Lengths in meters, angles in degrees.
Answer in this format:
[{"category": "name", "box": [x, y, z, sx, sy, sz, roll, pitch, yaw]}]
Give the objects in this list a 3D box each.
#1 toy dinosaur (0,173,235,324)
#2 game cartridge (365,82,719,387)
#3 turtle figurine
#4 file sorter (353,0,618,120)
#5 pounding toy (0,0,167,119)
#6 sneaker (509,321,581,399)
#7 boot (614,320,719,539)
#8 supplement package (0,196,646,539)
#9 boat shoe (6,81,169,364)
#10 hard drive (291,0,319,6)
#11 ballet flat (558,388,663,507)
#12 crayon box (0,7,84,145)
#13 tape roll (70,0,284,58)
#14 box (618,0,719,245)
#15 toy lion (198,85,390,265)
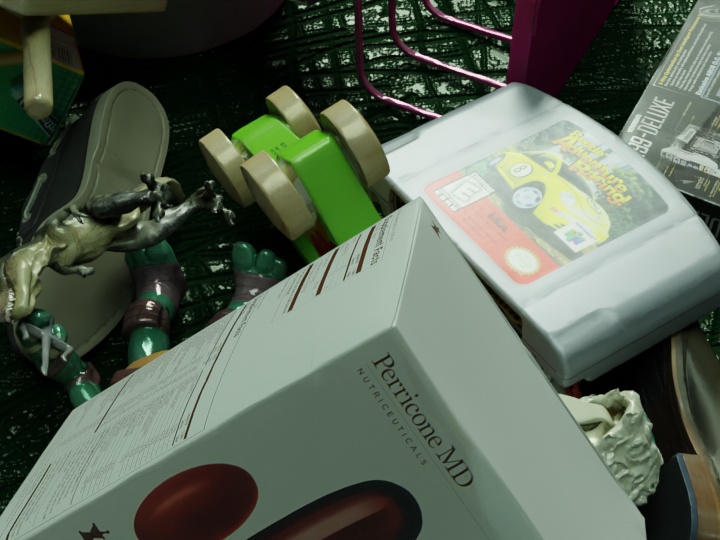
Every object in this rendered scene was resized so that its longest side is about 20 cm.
[{"category": "toy dinosaur", "box": [-0.126, -0.029, 0.871, 0.088, 0.047, 0.200, -15, 11, 31]}, {"category": "game cartridge", "box": [0.105, -0.030, 0.890, 0.133, 0.041, 0.200, -25, 50, -24]}, {"category": "turtle figurine", "box": [-0.112, 0.061, 0.847, 0.150, 0.101, 0.200, 18, 40, 3]}, {"category": "file sorter", "box": [0.093, -0.203, 1.040, 0.125, 0.139, 0.200, 22, 54, 17]}, {"category": "pounding toy", "box": [-0.197, -0.193, 0.911, 0.200, 0.142, 0.184, 23, 18, 18]}, {"category": "sneaker", "box": [0.107, 0.037, 0.893, 0.108, 0.067, 0.201, -20, 52, -14]}, {"category": "boot", "box": [0.199, 0.086, 0.869, 0.097, 0.075, 0.200, 13, 50, -14]}, {"category": "supplement package", "box": [-0.010, 0.115, 0.665, 0.200, 0.191, 0.147, -32, 14, 17]}, {"category": "boat shoe", "box": [-0.171, -0.023, 0.953, 0.063, 0.073, 0.200, -19, 45, 40]}, {"category": "hard drive", "box": [-0.056, -0.239, 1.003, 0.200, 0.033, 0.140, 26, 59, 40]}, {"category": "ballet flat", "box": [0.050, 0.091, 0.780, 0.200, 0.072, 0.072, -8, 52, -6]}, {"category": "crayon box", "box": [-0.275, -0.159, 0.964, 0.200, 0.058, 0.119, 21, 24, -27]}, {"category": "tape roll", "box": [-0.144, -0.240, 1.109, 0.200, 0.066, 0.200, 0, 51, -1]}, {"category": "box", "box": [0.260, -0.089, 1.010, 0.158, 0.050, 0.200, 22, 54, 16]}, {"category": "toy lion", "box": [0.000, 0.000, 0.868, 0.069, 0.192, 0.200, -33, 18, -8]}]
